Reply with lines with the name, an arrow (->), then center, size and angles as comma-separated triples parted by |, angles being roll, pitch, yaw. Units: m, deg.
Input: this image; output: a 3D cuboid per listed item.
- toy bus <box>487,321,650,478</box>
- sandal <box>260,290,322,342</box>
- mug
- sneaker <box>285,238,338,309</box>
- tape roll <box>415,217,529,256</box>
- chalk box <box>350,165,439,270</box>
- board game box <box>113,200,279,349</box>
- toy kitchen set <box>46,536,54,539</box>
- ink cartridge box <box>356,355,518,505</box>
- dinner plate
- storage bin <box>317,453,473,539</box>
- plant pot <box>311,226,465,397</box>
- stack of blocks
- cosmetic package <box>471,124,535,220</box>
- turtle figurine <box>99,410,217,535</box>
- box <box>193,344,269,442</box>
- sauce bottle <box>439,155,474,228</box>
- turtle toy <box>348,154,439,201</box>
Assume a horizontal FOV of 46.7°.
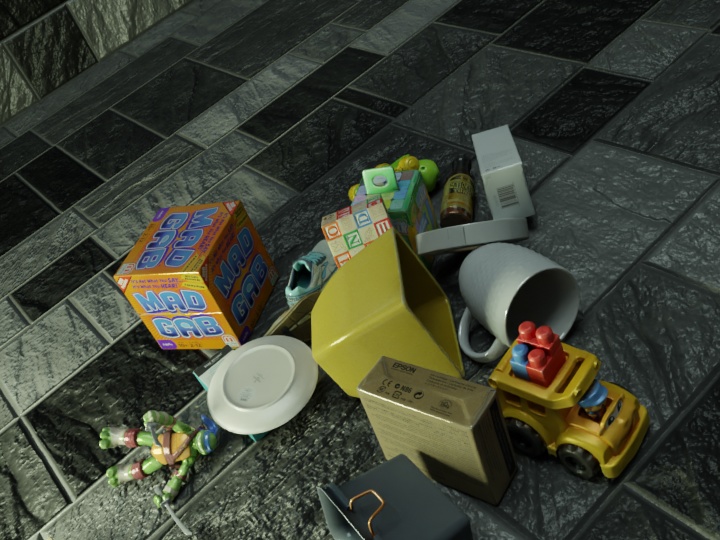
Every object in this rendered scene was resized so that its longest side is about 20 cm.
toy bus -> 0.276, 0.160, 1.134 | 0.198, 0.194, 0.136 | 18, 52, 40
sandal -> -0.122, 0.106, 1.521 | 0.199, 0.081, 0.054 | -40, 20, -12
mug -> 0.227, 0.054, 1.341 | 0.202, 0.147, 0.175 | -59, 34, 6
sneaker -> -0.089, 0.000, 1.604 | 0.076, 0.087, 0.201 | -4, 43, 23
tape roll -> 0.194, -0.057, 1.456 | 0.199, 0.038, 0.203 | -8, -2, 0
chalk box -> 0.058, -0.101, 1.548 | 0.123, 0.201, 0.125 | -4, 42, 24
board game box -> -0.311, 0.012, 1.621 | 0.197, 0.201, 0.201 | -3, 42, 26
toy kitchen set -> -0.508, 0.481, 1.195 | 0.162, 0.181, 0.201 | 19, 59, 40
ink cartridge box -> 0.109, 0.222, 1.173 | 0.198, 0.166, 0.075 | 13, 48, 38
dinner plate -> -0.168, 0.183, 1.399 | 0.197, 0.024, 0.202 | -11, 45, 11
storage bin -> 0.051, 0.336, 1.106 | 0.133, 0.147, 0.199 | -28, 37, -22
plant pot -> 0.029, 0.094, 1.359 | 0.198, 0.196, 0.196 | -29, 35, 18
stack of blocks -> 0.020, -0.016, 1.465 | 0.114, 0.202, 0.059 | -21, 18, 6
cosmetic package -> 0.268, -0.184, 1.580 | 0.080, 0.114, 0.201 | -15, 30, 12
turtle figurine -> -0.342, 0.304, 1.345 | 0.191, 0.145, 0.201 | -11, 36, 23
box -> -0.209, 0.211, 1.454 | 0.082, 0.050, 0.199 | -38, 40, -17
sauce bottle -> 0.193, -0.155, 1.648 | 0.065, 0.066, 0.202 | -10, 42, 18
turtle toy -> 0.079, -0.170, 1.697 | 0.200, 0.102, 0.145 | -40, 17, -23
